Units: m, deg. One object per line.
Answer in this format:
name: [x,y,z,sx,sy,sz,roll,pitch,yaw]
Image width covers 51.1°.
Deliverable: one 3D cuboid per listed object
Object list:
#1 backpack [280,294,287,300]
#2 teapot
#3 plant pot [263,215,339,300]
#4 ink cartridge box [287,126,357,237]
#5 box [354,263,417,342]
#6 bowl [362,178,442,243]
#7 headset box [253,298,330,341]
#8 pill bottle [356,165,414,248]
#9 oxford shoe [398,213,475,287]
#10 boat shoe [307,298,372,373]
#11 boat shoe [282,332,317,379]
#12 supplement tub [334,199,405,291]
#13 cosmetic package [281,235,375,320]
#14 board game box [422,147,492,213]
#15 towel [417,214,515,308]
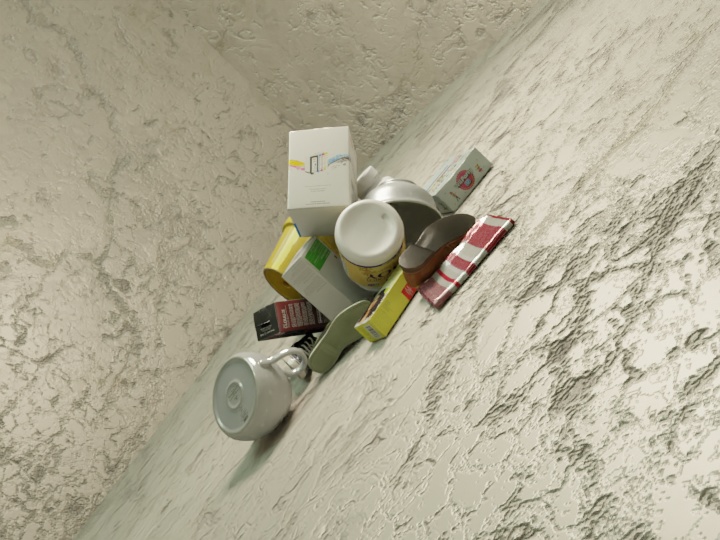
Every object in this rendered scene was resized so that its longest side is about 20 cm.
backpack: [-0.136,0.034,2.096,0.163,0.168,0.200,-45,2,-30]
teapot: [-0.213,0.268,1.616,0.198,0.145,0.201,-9,75,45]
plant pot: [-0.138,-0.028,1.890,0.190,0.200,0.200,-53,11,-25]
ink cartridge box: [-0.083,-0.200,1.712,0.148,0.142,0.203,72,-164,-67]
box: [0.070,0.048,1.499,0.201,0.050,0.075,-53,11,-29]
bowl: [0.083,-0.143,1.687,0.201,0.199,0.092,-36,49,51]
headset box: [-0.158,0.116,1.816,0.198,0.076,0.148,-6,-10,-31]
pill bottle: [0.070,-0.156,1.833,0.112,0.200,0.112,-46,10,11]
oxford shoe: [0.151,-0.041,1.460,0.199,0.072,0.071,-39,45,-24]
boat shoe: [-0.041,0.129,1.599,0.201,0.071,0.061,-48,13,18]
boat shoe: [-0.132,0.190,1.756,0.093,0.075,0.200,-43,9,-6]
supplement tub: [0.026,-0.047,1.605,0.146,0.145,0.200,-50,-18,-13]
cosmetic package: [-0.071,0.031,1.730,0.085,0.199,0.108,-43,13,33]
board game box: [0.217,-0.209,1.804,0.148,0.064,0.200,-50,9,-6]
towel: [0.185,-0.022,1.348,0.200,0.023,0.144,-48,11,1]
